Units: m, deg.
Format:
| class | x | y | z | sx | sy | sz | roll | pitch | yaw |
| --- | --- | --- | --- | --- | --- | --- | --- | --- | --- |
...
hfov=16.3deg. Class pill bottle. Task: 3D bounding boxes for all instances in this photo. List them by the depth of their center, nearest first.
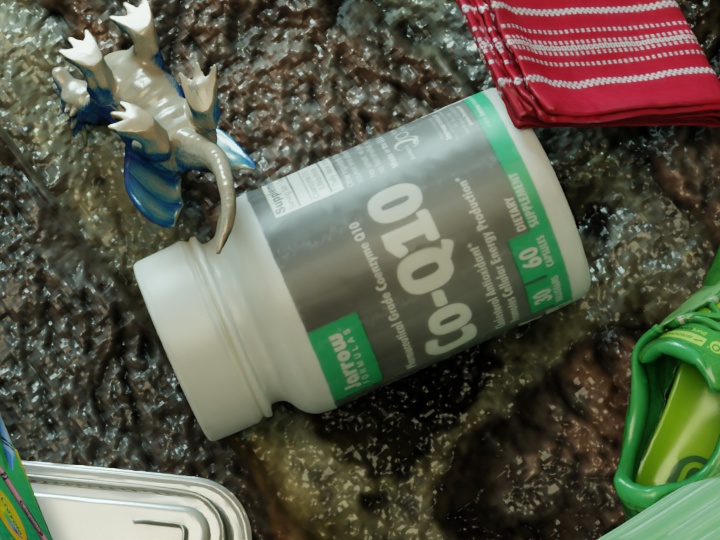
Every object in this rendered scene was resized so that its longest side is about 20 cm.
| class | x | y | z | sx | sy | sz | roll | pitch | yaw |
| --- | --- | --- | --- | --- | --- | --- | --- | --- | --- |
| pill bottle | 0.000 | 0.000 | 1.214 | 0.200 | 0.113 | 0.113 | -24 | 76 | -2 |

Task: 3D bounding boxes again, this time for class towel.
| class | x | y | z | sx | sy | sz | roll | pitch | yaw |
| --- | --- | --- | --- | --- | --- | --- | --- | --- | --- |
| towel | 0.096 | -0.153 | 1.238 | 0.144 | 0.022 | 0.200 | -4 | 60 | -39 |

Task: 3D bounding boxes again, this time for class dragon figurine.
| class | x | y | z | sx | sy | sz | roll | pitch | yaw |
| --- | --- | --- | --- | --- | --- | --- | --- | --- | --- |
| dragon figurine | -0.092 | -0.063 | 1.221 | 0.059 | 0.100 | 0.200 | -36 | 54 | -12 |

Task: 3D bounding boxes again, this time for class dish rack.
| class | x | y | z | sx | sy | sz | roll | pitch | yaw |
| --- | --- | --- | --- | --- | --- | --- | --- | --- | --- |
| dish rack | -0.147 | 0.191 | 1.214 | 0.171 | 0.044 | 0.201 | 5 | 77 | 5 |

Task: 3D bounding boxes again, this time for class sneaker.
| class | x | y | z | sx | sy | sz | roll | pitch | yaw |
| --- | --- | --- | --- | --- | --- | --- | --- | --- | --- |
| sneaker | 0.179 | 0.039 | 1.203 | 0.074 | 0.084 | 0.200 | 16 | 76 | 30 |

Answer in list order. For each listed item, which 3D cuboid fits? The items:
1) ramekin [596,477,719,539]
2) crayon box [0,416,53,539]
| class | x | y | z | sx | sy | sz | roll | pitch | yaw |
| --- | --- | --- | --- | --- | --- | --- | --- | --- | --- |
| ramekin | 0.168 | 0.189 | 1.114 | 0.098 | 0.200 | 0.200 | -31 | 75 | -32 |
| crayon box | -0.235 | 0.086 | 1.204 | 0.119 | 0.058 | 0.200 | -32 | 65 | 13 |
